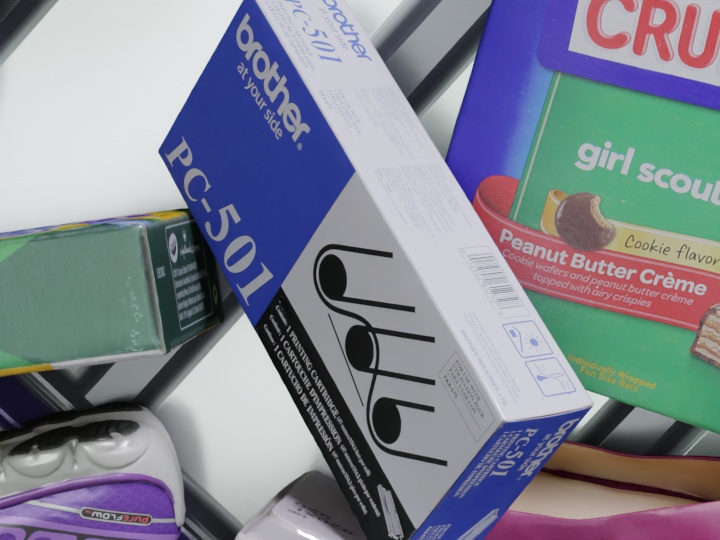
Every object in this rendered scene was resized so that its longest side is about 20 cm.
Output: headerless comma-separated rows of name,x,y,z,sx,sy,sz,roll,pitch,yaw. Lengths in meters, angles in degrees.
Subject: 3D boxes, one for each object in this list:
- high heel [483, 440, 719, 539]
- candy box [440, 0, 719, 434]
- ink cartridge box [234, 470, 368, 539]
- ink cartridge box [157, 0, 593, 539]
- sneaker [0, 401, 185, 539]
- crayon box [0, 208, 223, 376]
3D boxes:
high heel,0.081,0.070,0.876,0.200,0.067,0.096,23,127,-1
candy box,0.123,-0.050,0.840,0.169,0.077,0.200,18,117,6
ink cartridge box,-0.006,0.201,0.871,0.147,0.145,0.200,25,97,5
ink cartridge box,0.000,0.000,0.842,0.200,0.044,0.094,61,137,27
sneaker,-0.167,0.112,0.917,0.200,0.081,0.083,-11,99,6
crayon box,-0.163,0.015,0.882,0.200,0.126,0.052,-8,93,6
